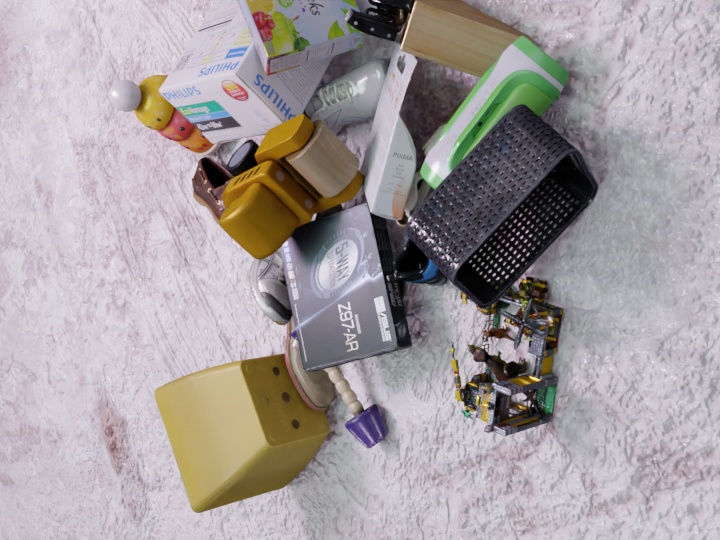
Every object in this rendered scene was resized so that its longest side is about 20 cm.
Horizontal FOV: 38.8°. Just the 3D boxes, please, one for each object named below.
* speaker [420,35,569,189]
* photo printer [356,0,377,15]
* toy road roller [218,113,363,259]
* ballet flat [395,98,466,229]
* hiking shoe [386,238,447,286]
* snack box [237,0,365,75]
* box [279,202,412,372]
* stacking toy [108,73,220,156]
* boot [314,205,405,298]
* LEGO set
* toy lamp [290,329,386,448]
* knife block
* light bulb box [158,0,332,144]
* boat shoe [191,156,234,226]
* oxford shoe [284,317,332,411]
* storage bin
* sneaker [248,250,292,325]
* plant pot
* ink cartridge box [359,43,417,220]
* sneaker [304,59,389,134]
[{"bbox_3d":[0.158,-0.175,1.218,0.201,0.088,0.089,-52,57,14],"label":"speaker"},{"bbox_3d":[0.029,-0.451,1.365,0.166,0.069,0.202,45,126,34],"label":"photo printer"},{"bbox_3d":[-0.106,-0.103,1.382,0.198,0.123,0.148,-19,38,44],"label":"toy road roller"},{"bbox_3d":[0.098,-0.132,1.330,0.068,0.072,0.202,46,125,27],"label":"ballet flat"},{"bbox_3d":[0.113,-0.053,1.312,0.075,0.086,0.202,50,127,30],"label":"hiking shoe"},{"bbox_3d":[-0.092,-0.372,1.352,0.053,0.140,0.203,114,136,-69],"label":"snack box"},{"bbox_3d":[-0.024,0.025,1.417,0.158,0.043,0.204,-16,82,30],"label":"box"},{"bbox_3d":[-0.319,-0.268,1.656,0.145,0.198,0.149,-4,84,48],"label":"stacking toy"},{"bbox_3d":[0.000,0.000,1.462,0.144,0.070,0.204,10,103,39],"label":"boot"},{"bbox_3d":[0.164,0.109,1.256,0.153,0.115,0.204,28,114,41],"label":"LEGO set"},{"bbox_3d":[-0.028,0.164,1.489,0.058,0.058,0.202,-35,83,42],"label":"toy lamp"},{"bbox_3d":[0.086,-0.293,1.249,0.199,0.174,0.065,40,122,35],"label":"knife block"},{"bbox_3d":[-0.152,-0.304,1.467,0.196,0.125,0.202,0,56,47],"label":"light bulb box"},{"bbox_3d":[-0.214,-0.118,1.661,0.199,0.070,0.071,37,124,38],"label":"boat shoe"},{"bbox_3d":[-0.070,0.108,1.540,0.074,0.070,0.204,-19,82,40],"label":"oxford shoe"},{"bbox_3d":[0.163,-0.071,1.177,0.200,0.135,0.094,-47,58,4],"label":"storage bin"},{"bbox_3d":[-0.113,-0.017,1.527,0.087,0.075,0.203,-28,50,26],"label":"sneaker"},{"bbox_3d":[-0.164,0.228,1.569,0.176,0.198,0.203,-34,71,37],"label":"plant pot"},{"bbox_3d":[0.051,-0.189,1.339,0.163,0.049,0.203,-104,31,-66],"label":"ink cartridge box"},{"bbox_3d":[-0.033,-0.237,1.452,0.199,0.079,0.072,-28,73,43],"label":"sneaker"}]
